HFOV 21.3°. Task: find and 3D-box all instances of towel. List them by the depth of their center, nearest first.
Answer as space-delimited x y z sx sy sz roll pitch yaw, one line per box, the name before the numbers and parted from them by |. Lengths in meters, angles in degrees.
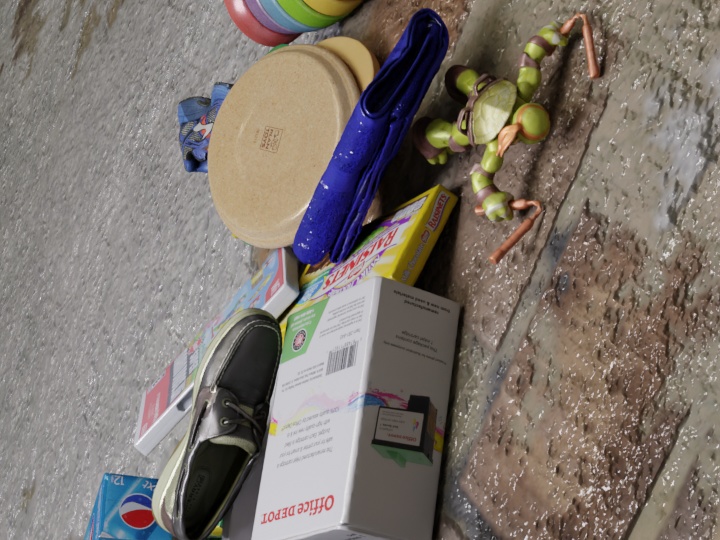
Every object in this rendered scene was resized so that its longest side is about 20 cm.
towel | 0.013 -0.104 1.579 0.148 0.050 0.200 -59 -2 -41

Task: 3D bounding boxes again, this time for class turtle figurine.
turtle figurine | 0.099 -0.109 1.475 0.161 0.064 0.200 14 86 63

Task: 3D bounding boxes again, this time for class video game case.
video game case | -0.128 0.068 1.718 0.200 0.017 0.143 -46 13 9

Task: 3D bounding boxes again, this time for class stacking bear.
stacking bear | -0.032 -0.289 1.796 0.200 0.121 0.114 -18 55 49

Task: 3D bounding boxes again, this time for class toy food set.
toy food set | -0.067 -0.117 1.769 0.198 0.049 0.200 -6 76 41

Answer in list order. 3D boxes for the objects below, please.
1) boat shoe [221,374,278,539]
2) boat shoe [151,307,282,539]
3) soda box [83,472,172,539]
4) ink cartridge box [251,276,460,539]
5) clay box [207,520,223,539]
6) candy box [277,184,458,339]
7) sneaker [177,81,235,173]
boat shoe | -0.084 0.164 1.633 0.068 0.072 0.200 -17 56 53
boat shoe | -0.106 0.131 1.562 0.066 0.072 0.201 32 99 58
soda box | -0.218 0.257 1.766 0.200 0.068 0.064 116 158 -57
ink cartridge box | -0.004 0.123 1.497 0.145 0.084 0.200 -25 51 55
clay box | -0.117 0.166 1.720 0.115 0.048 0.200 -18 56 60
candy box | 0.000 0.000 1.600 0.200 0.026 0.102 -28 31 54
sneaker | -0.129 -0.140 1.931 0.200 0.075 0.079 167 108 -67
